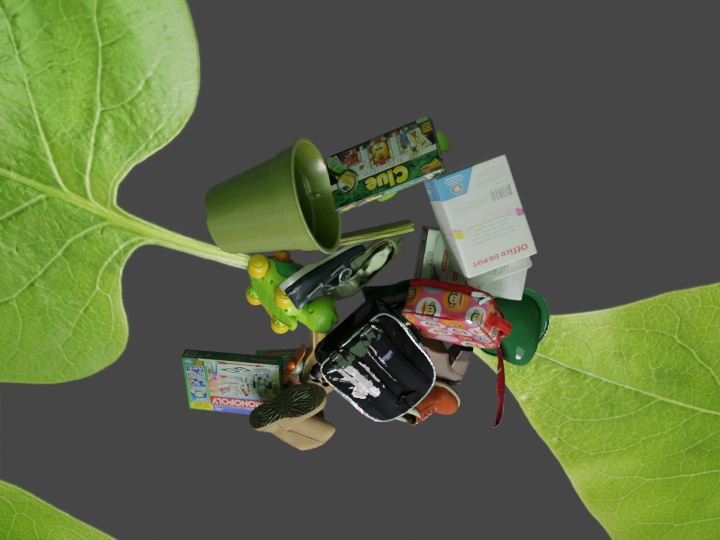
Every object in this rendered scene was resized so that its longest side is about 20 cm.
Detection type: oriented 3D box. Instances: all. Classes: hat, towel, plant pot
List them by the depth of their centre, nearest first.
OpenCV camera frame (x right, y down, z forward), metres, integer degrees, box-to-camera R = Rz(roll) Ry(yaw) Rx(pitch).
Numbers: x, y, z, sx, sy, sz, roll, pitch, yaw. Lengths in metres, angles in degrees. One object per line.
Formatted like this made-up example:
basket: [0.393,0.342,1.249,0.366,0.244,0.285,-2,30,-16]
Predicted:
plant pot: [-0.157,-0.108,1.234,0.189,0.200,0.201,-12,121,18]
towel: [-0.003,-0.067,1.311,0.199,0.086,0.018,-11,104,2]
hat: [0.311,0.159,1.406,0.165,0.176,0.201,-11,120,3]

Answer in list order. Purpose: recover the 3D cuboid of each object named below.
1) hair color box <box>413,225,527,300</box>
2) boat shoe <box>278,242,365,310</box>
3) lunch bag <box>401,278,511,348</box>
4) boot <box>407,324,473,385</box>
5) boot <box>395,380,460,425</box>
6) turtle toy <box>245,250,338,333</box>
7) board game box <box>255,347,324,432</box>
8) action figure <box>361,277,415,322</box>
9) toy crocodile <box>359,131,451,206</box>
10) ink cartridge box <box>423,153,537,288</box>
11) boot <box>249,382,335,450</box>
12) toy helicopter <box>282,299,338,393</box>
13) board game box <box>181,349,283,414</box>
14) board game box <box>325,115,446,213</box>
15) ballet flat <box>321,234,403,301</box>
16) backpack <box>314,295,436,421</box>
hair color box: [0.208,-0.015,1.349,0.199,0.064,0.111,8,99,-9]
boat shoe: [-0.055,0.005,1.271,0.075,0.200,0.062,-35,88,44]
lunch bag: [0.180,0.083,1.282,0.175,0.082,0.200,10,165,24]
boot: [0.131,0.190,1.465,0.199,0.070,0.146,18,127,-23]
boot: [0.121,0.267,1.431,0.199,0.108,0.075,25,134,-30]
turtle toy: [-0.128,0.044,1.324,0.200,0.101,0.146,46,153,15]
board game box: [-0.145,0.253,1.519,0.134,0.029,0.201,-4,120,-3]
action figure: [0.111,0.053,1.408,0.199,0.055,0.119,-20,117,3]
toy crocodile: [0.067,-0.179,1.267,0.200,0.062,0.068,-35,75,17]
ink cartridge box: [0.206,-0.083,1.244,0.128,0.125,0.201,-19,97,-2]
boot: [-0.105,0.296,1.450,0.175,0.066,0.200,-20,148,18]
toy helicopter: [-0.091,0.153,1.410,0.132,0.079,0.201,-11,110,-20]
board game box: [-0.257,0.230,1.469,0.199,0.029,0.135,4,120,7]
board game box: [0.039,-0.179,1.224,0.199,0.105,0.023,-20,161,19]
ballet flat: [0.000,0.000,1.360,0.069,0.070,0.200,40,111,-23]
backpack: [0.031,0.164,1.304,0.177,0.151,0.200,-42,109,5]
